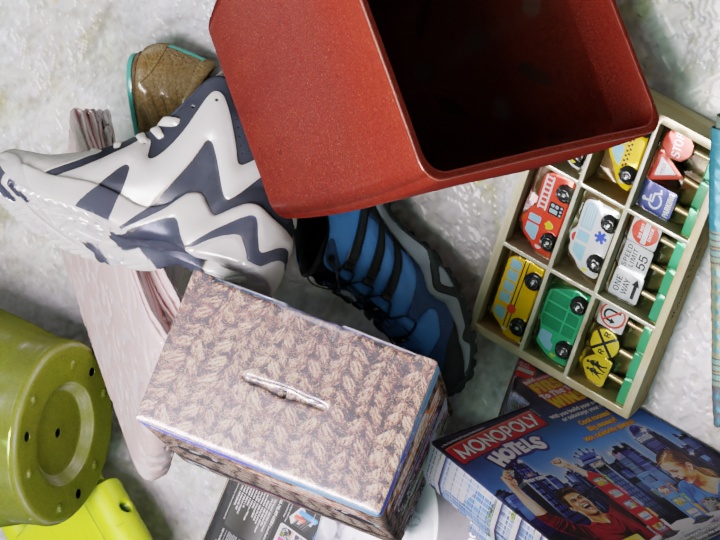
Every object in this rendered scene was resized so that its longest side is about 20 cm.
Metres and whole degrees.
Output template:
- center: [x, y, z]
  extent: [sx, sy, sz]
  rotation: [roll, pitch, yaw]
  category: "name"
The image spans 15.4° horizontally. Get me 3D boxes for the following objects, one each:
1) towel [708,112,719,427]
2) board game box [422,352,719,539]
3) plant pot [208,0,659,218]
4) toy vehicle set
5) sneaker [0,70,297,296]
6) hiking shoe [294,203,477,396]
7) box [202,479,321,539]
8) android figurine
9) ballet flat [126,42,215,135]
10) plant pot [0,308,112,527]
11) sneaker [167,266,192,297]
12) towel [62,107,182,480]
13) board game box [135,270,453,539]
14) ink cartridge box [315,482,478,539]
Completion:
- center: [0.280, 0.004, 1.583]
  extent: [0.145, 0.022, 0.202]
  rotation: [4, 112, 17]
  category: "towel"
- center: [0.133, 0.134, 1.660]
  extent: [0.200, 0.199, 0.062]
  rotation: [37, 124, 31]
  category: "board game box"
- center: [0.025, -0.131, 1.589]
  extent: [0.176, 0.199, 0.201]
  rotation: [-29, 78, 48]
  category: "plant pot"
- center: [0.152, -0.021, 1.663]
  extent: [0.124, 0.026, 0.201]
  rotation: [29, 121, 19]
  category: "toy vehicle set"
- center: [-0.124, -0.071, 1.652]
  extent: [0.198, 0.130, 0.080]
  rotation: [14, 156, 17]
  category: "sneaker"
- center: [0.000, 0.000, 1.718]
  extent: [0.201, 0.086, 0.074]
  rotation: [61, 149, 1]
  category: "hiking shoe"
- center: [-0.028, 0.245, 1.865]
  extent: [0.198, 0.050, 0.201]
  rotation: [33, 122, 16]
  category: "box"
- center: [-0.203, 0.231, 1.941]
  extent: [0.182, 0.041, 0.201]
  rotation: [-46, 65, 40]
  category: "android figurine"
- center: [-0.117, -0.055, 1.802]
  extent: [0.072, 0.068, 0.202]
  rotation: [2, 107, 10]
  category: "ballet flat"
- center: [-0.286, 0.101, 1.878]
  extent: [0.192, 0.200, 0.202]
  rotation: [7, 112, 27]
  category: "plant pot"
- center: [-0.077, -0.043, 1.740]
  extent: [0.070, 0.080, 0.202]
  rotation: [17, 104, -10]
  category: "sneaker"
- center: [-0.156, 0.017, 1.770]
  extent: [0.200, 0.032, 0.192]
  rotation: [104, 148, -60]
  category: "towel"
- center: [-0.036, 0.089, 1.649]
  extent: [0.158, 0.200, 0.097]
  rotation: [21, 81, 9]
  category: "board game box"
- center: [0.060, 0.217, 1.754]
  extent: [0.199, 0.043, 0.200]
  rotation: [15, 95, 18]
  category: "ink cartridge box"
